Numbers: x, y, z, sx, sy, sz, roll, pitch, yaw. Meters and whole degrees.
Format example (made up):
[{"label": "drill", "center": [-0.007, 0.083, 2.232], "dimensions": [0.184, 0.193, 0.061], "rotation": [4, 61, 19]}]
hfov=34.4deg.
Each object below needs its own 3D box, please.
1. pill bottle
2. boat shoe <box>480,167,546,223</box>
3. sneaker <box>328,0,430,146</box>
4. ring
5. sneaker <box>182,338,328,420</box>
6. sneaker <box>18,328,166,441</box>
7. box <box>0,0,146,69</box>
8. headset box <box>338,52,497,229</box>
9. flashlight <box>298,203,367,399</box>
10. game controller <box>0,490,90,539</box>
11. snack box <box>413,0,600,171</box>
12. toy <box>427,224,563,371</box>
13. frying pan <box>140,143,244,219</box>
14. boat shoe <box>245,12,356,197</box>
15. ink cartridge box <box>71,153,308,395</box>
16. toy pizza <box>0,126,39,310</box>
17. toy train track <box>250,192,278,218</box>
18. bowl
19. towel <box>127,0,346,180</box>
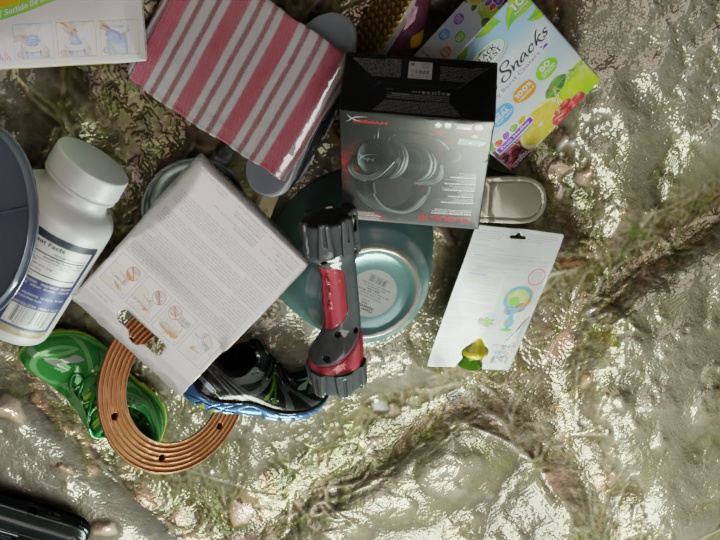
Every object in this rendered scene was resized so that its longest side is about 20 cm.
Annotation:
[{"label": "pill bottle", "center": [-0.324, -0.032, 1.197], "dimensions": [0.110, 0.111, 0.201], "rotation": [28, 107, -26]}, {"label": "boat shoe", "center": [0.104, -0.088, 1.290], "dimensions": [0.197, 0.063, 0.074], "rotation": [7, 100, -10]}, {"label": "sneaker", "center": [0.039, -0.213, 1.223], "dimensions": [0.089, 0.075, 0.201], "rotation": [12, 120, -29]}, {"label": "ring", "center": [-0.212, 0.129, 1.316], "dimensions": [0.199, 0.019, 0.204], "rotation": [-7, 101, -41]}, {"label": "sneaker", "center": [-0.111, 0.123, 1.340], "dimensions": [0.198, 0.071, 0.084], "rotation": [10, 101, -38]}, {"label": "sneaker", "center": [-0.294, 0.137, 1.311], "dimensions": [0.074, 0.084, 0.199], "rotation": [-44, 118, 12]}, {"label": "box", "center": [-0.302, -0.241, 1.079], "dimensions": [0.197, 0.112, 0.103], "rotation": [-5, 101, -11]}, {"label": "headset box", "center": [0.054, -0.119, 1.162], "dimensions": [0.146, 0.078, 0.201], "rotation": [5, 148, 2]}, {"label": "flashlight", "center": [-0.032, 0.034, 1.214], "dimensions": [0.067, 0.068, 0.203], "rotation": [3, 120, 17]}, {"label": "game controller", "center": [-0.430, 0.313, 1.402], "dimensions": [0.198, 0.042, 0.105], "rotation": [25, 124, -24]}, {"label": "snack box", "center": [0.151, -0.205, 1.222], "dimensions": [0.142, 0.053, 0.199], "rotation": [-47, 141, 11]}, {"label": "toy", "center": [0.154, 0.028, 1.390], "dimensions": [0.113, 0.047, 0.202], "rotation": [5, 120, -20]}, {"label": "frying pan", "center": [-0.173, -0.104, 1.242], "dimensions": [0.113, 0.031, 0.192], "rotation": [4, 114, -19]}, {"label": "boat shoe", "center": [-0.054, -0.169, 1.208], "dimensions": [0.073, 0.068, 0.202], "rotation": [23, 103, 13]}, {"label": "ink cartridge box", "center": [-0.178, 0.005, 1.226], "dimensions": [0.161, 0.050, 0.200], "rotation": [43, 98, -12]}, {"label": "toy pizza", "center": [-0.383, -0.048, 1.151], "dimensions": [0.201, 0.200, 0.032], "rotation": [-55, 154, 17]}, {"label": "toy train track", "center": [-0.140, -0.006, 1.291], "dimensions": [0.114, 0.032, 0.202], "rotation": [-3, 125, -46]}, {"label": "bowl", "center": [0.000, 0.000, 1.302], "dimensions": [0.198, 0.105, 0.203], "rotation": [-6, 118, -11]}, {"label": "towel", "center": [-0.121, -0.204, 1.164], "dimensions": [0.199, 0.030, 0.147], "rotation": [33, 106, -1]}]
